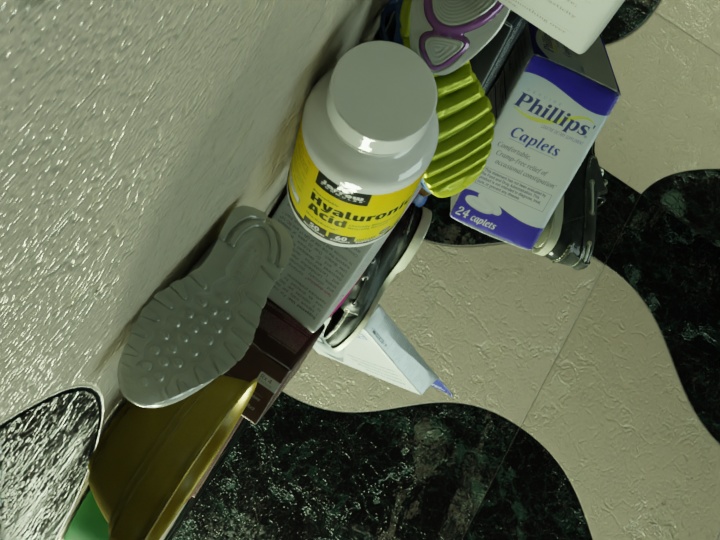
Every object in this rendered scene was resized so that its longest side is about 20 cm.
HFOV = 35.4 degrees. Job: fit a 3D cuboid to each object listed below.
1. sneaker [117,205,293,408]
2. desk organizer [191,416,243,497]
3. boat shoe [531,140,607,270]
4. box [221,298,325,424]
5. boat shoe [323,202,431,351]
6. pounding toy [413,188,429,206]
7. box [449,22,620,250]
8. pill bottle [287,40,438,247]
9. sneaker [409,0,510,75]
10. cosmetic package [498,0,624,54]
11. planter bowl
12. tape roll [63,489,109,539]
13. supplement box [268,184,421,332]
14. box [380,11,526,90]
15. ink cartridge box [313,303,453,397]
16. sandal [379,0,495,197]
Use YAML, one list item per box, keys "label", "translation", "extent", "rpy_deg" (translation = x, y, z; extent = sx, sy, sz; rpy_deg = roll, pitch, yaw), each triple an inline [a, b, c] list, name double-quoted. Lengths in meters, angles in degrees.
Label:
- label: "sneaker"
  translation: [-0.117, 0.038, 0.839]
  extent: [0.081, 0.076, 0.200]
  rpy_deg: [-45, -175, 44]
- label: "desk organizer"
  translation: [-0.188, 0.182, 1.296]
  extent: [0.201, 0.071, 0.077]
  rpy_deg: [-58, 175, 19]
- label: "boat shoe"
  translation: [0.243, -0.096, 1.265]
  extent: [0.072, 0.067, 0.202]
  rpy_deg: [130, -21, -62]
- label: "box"
  translation: [-0.109, 0.080, 1.185]
  extent: [0.075, 0.100, 0.200]
  rpy_deg: [-57, 178, 11]
- label: "boat shoe"
  translation: [0.000, 0.001, 1.213]
  extent: [0.200, 0.066, 0.075]
  rpy_deg: [-54, -164, 34]
- label: "pounding toy"
  translation: [0.044, -0.112, 1.288]
  extent: [0.201, 0.141, 0.185]
  rpy_deg: [-59, 177, 41]
- label: "box"
  translation: [0.183, -0.160, 1.230]
  extent: [0.185, 0.104, 0.202]
  rpy_deg: [-82, -165, -60]
- label: "pill bottle"
  translation: [0.002, -0.102, 0.916]
  extent: [0.112, 0.111, 0.200]
  rpy_deg: [-56, 177, -20]
- label: "sneaker"
  translation: [0.088, -0.247, 0.877]
  extent: [0.100, 0.074, 0.203]
  rpy_deg: [-140, -112, -86]
- label: "cosmetic package"
  translation: [0.140, -0.276, 0.722]
  extent: [0.167, 0.166, 0.200]
  rpy_deg: [-55, 178, -7]
- label: "planter bowl"
  translation: [-0.177, 0.156, 0.975]
  extent: [0.202, 0.083, 0.200]
  rpy_deg: [-57, 177, -4]
- label: "tape roll"
  translation: [-0.223, 0.206, 1.144]
  extent: [0.202, 0.048, 0.200]
  rpy_deg: [-57, 178, -3]
- label: "supplement box"
  translation: [-0.019, -0.056, 1.109]
  extent: [0.201, 0.103, 0.101]
  rpy_deg: [-57, 176, 22]
- label: "box"
  translation: [0.097, -0.234, 1.096]
  extent: [0.149, 0.106, 0.200]
  rpy_deg: [-62, 175, 37]
- label: "ink cartridge box"
  translation: [-0.003, 0.090, 1.398]
  extent: [0.198, 0.200, 0.041]
  rpy_deg: [17, -114, 47]
- label: "sandal"
  translation: [0.063, -0.161, 0.983]
  extent: [0.079, 0.087, 0.202]
  rpy_deg: [-19, 120, -19]
